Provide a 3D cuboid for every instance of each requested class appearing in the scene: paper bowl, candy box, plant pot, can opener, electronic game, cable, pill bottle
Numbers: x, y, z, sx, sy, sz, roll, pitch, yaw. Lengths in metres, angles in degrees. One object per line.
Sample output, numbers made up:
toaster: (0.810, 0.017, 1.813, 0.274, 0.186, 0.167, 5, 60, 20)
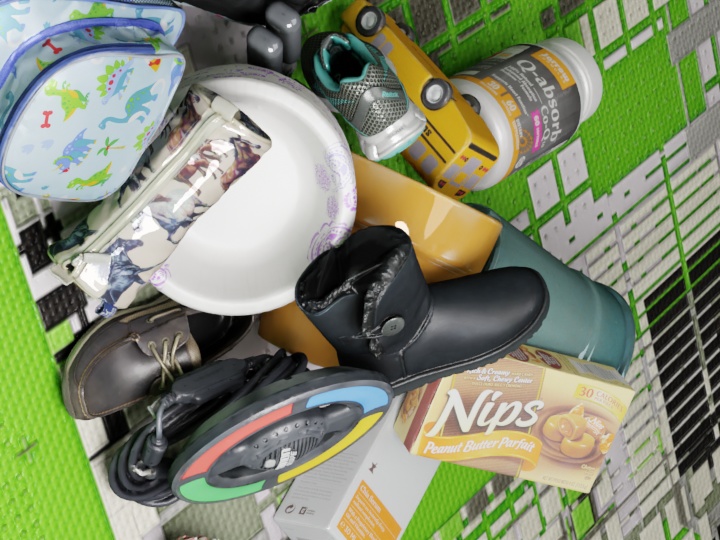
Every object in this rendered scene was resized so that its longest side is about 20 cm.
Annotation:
paper bowl: (-0.103, -0.071, 1.594, 0.104, 0.200, 0.201, -92, 174, -74)
candy box: (0.145, 0.131, 1.800, 0.200, 0.055, 0.116, 15, 107, -23)
plant pot: (0.135, 0.046, 1.888, 0.196, 0.200, 0.200, 40, 64, -36)
can opener: (-0.064, -0.177, 1.649, 0.053, 0.066, 0.200, -56, 173, -9)
electronic game: (-0.064, 0.137, 1.571, 0.200, 0.200, 0.042, 0, 57, -50)
cable: (-0.120, 0.134, 1.625, 0.200, 0.051, 0.163, -24, 151, -41)
plant pot: (0.000, 0.000, 1.726, 0.200, 0.200, 0.184, 23, 92, -49)
pill bottle: (0.153, -0.163, 1.934, 0.200, 0.116, 0.117, -31, 117, -44)

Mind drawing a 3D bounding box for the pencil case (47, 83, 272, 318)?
pencil case: (-0.157, -0.058, 1.496, 0.200, 0.078, 0.089, -47, 180, 11)

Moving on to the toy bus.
toy bus: (0.046, -0.161, 1.767, 0.078, 0.200, 0.065, -47, 150, 14)

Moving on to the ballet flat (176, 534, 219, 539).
ballet flat: (-0.120, 0.285, 1.702, 0.064, 0.075, 0.200, -90, 158, -47)

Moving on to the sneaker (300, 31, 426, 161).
sneaker: (-0.009, -0.177, 1.666, 0.078, 0.200, 0.091, -37, 125, -3)

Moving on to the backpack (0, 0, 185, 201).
backpack: (-0.239, -0.148, 1.404, 0.200, 0.147, 0.183, 2, 130, -45)

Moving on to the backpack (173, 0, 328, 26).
backpack: (-0.081, -0.288, 1.590, 0.200, 0.177, 0.151, 20, 49, -56)

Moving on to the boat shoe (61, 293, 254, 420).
boat shoe: (-0.166, 0.063, 1.604, 0.200, 0.073, 0.075, -38, 121, -42)

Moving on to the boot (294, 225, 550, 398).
boot: (0.055, 0.020, 1.584, 0.200, 0.076, 0.168, -25, 145, -1)

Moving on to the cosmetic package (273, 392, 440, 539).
cosmetic package: (0.010, 0.188, 1.832, 0.101, 0.071, 0.200, 54, 54, -38)
